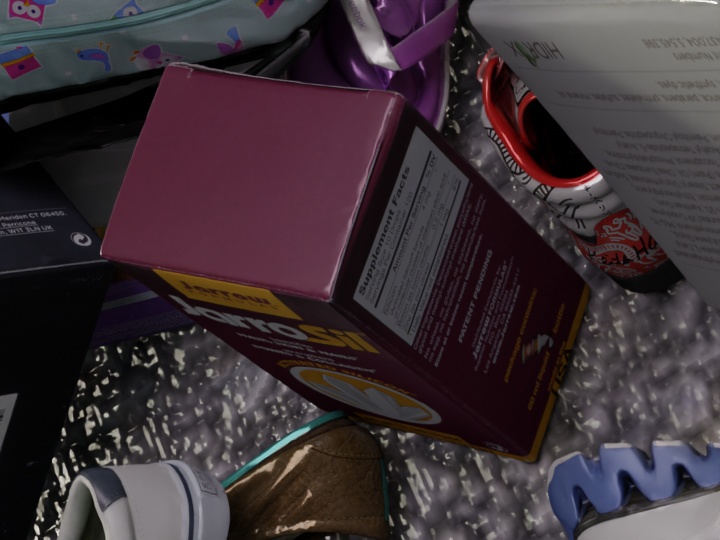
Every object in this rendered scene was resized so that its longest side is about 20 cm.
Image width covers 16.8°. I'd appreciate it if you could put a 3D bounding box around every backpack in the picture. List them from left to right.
[{"bbox_3d":[-0.109,-0.139,1.034,0.199,0.127,0.167,-9,43,8],"label":"backpack"}]

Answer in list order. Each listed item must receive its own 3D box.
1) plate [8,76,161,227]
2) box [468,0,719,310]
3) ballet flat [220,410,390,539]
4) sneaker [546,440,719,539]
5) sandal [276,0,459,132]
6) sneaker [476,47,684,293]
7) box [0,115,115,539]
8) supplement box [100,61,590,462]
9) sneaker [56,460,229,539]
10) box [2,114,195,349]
[{"bbox_3d":[-0.070,-0.121,1.135,0.199,0.032,0.200,-6,65,0],"label":"plate"},{"bbox_3d":[0.191,-0.100,0.882,0.199,0.171,0.200,-46,21,-12],"label":"box"},{"bbox_3d":[-0.072,0.135,1.057,0.200,0.068,0.073,-28,77,11],"label":"ballet flat"},{"bbox_3d":[0.165,0.120,0.923,0.199,0.080,0.116,-13,66,31],"label":"sneaker"},{"bbox_3d":[0.013,-0.126,1.089,0.082,0.050,0.203,18,59,-8],"label":"sandal"},{"bbox_3d":[0.085,-0.094,1.037,0.067,0.108,0.202,-27,58,16],"label":"sneaker"},{"bbox_3d":[-0.226,0.017,1.100,0.198,0.123,0.200,48,130,34],"label":"box"},{"bbox_3d":[0.000,0.000,0.984,0.110,0.200,0.086,11,74,31],"label":"supplement box"},{"bbox_3d":[-0.117,0.170,0.996,0.073,0.071,0.201,21,98,54],"label":"sneaker"},{"bbox_3d":[-0.117,-0.064,1.176,0.136,0.039,0.201,-13,63,23],"label":"box"}]
